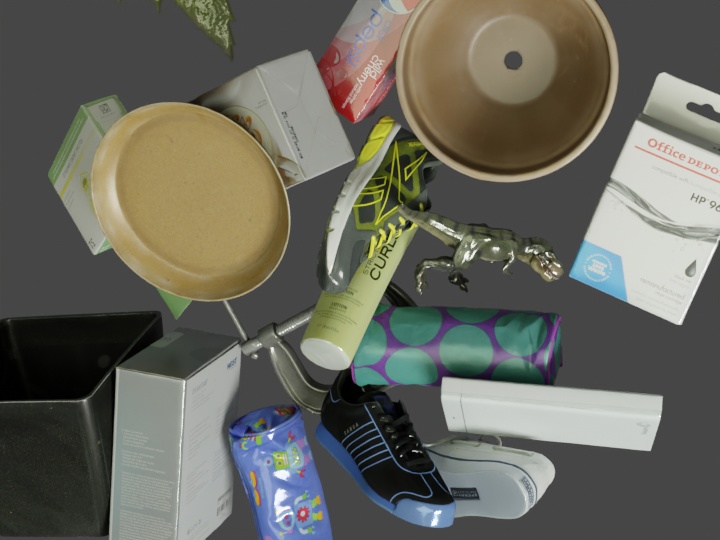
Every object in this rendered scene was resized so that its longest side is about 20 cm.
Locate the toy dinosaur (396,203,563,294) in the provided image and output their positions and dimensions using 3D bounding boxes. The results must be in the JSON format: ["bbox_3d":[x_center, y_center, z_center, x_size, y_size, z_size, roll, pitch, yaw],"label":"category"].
[{"bbox_3d":[0.097,-0.016,1.378,0.199,0.048,0.088,15,131,-30],"label":"toy dinosaur"}]

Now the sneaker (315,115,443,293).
[{"bbox_3d":[0.021,-0.059,1.357,0.084,0.201,0.075,23,151,1],"label":"sneaker"}]

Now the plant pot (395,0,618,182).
[{"bbox_3d":[0.138,-0.188,1.327,0.200,0.093,0.202,3,105,12],"label":"plant pot"}]

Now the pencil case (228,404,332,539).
[{"bbox_3d":[-0.081,0.242,1.498,0.078,0.087,0.201,-3,103,51],"label":"pencil case"}]

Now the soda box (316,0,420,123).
[{"bbox_3d":[0.031,-0.239,1.363,0.063,0.070,0.200,36,109,7],"label":"soda box"}]

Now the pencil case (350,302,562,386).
[{"bbox_3d":[0.094,0.076,1.394,0.199,0.092,0.086,4,80,12],"label":"pencil case"}]

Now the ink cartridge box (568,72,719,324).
[{"bbox_3d":[0.284,-0.068,1.328,0.116,0.068,0.201,23,107,10],"label":"ink cartridge box"}]

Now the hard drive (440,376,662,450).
[{"bbox_3d":[0.179,0.136,1.366,0.199,0.132,0.027,4,70,9],"label":"hard drive"}]

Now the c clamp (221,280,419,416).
[{"bbox_3d":[-0.032,0.061,1.472,0.199,0.027,0.172,-22,96,19],"label":"c clamp"}]

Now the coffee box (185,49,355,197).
[{"bbox_3d":[-0.116,-0.122,1.389,0.199,0.080,0.115,-17,98,44],"label":"coffee box"}]

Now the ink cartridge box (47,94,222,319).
[{"bbox_3d":[-0.230,-0.055,1.442,0.201,0.048,0.146,58,145,10],"label":"ink cartridge box"}]

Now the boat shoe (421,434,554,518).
[{"bbox_3d":[0.110,0.196,1.439,0.201,0.086,0.075,-6,107,47],"label":"boat shoe"}]

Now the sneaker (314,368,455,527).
[{"bbox_3d":[0.027,0.170,1.405,0.200,0.070,0.078,36,117,42],"label":"sneaker"}]

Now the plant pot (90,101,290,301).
[{"bbox_3d":[-0.155,-0.066,1.341,0.199,0.028,0.201,8,120,15],"label":"plant pot"}]

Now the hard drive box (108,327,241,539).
[{"bbox_3d":[-0.187,0.177,1.477,0.076,0.156,0.201,9,104,15],"label":"hard drive box"}]

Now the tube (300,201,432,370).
[{"bbox_3d":[0.000,0.000,1.383,0.058,0.201,0.052,39,146,-22],"label":"tube"}]

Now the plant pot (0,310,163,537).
[{"bbox_3d":[-0.311,0.166,1.501,0.199,0.200,0.178,-4,113,17],"label":"plant pot"}]
